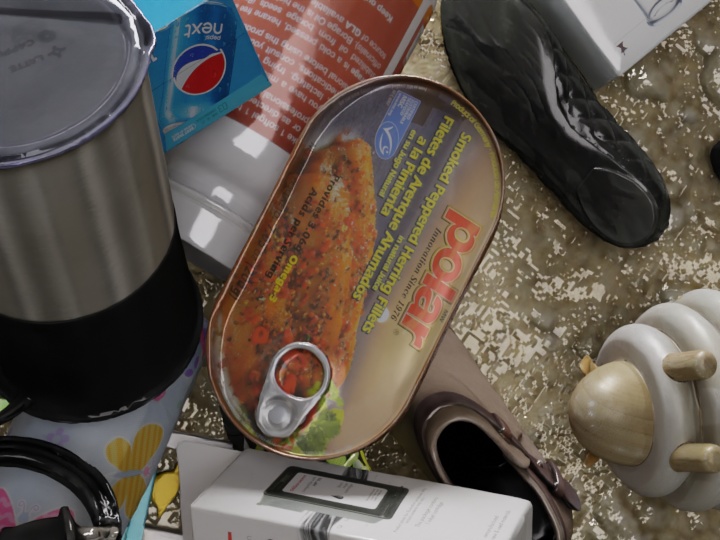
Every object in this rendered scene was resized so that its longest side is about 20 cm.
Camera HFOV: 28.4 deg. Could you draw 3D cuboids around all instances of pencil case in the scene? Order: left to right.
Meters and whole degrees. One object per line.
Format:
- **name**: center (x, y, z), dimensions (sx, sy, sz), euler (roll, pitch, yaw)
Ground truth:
- **pencil case**: center (-0.152, 0.097, 0.746), dimensions (0.090, 0.083, 0.202), euler (9, 60, 30)

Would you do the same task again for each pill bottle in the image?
- **pill bottle**: center (-0.047, -0.097, 0.796), dimensions (0.111, 0.112, 0.202), euler (30, 81, -6)

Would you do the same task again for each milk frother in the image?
- **milk frother**: center (-0.145, 0.013, 0.624), dimensions (0.179, 0.189, 0.201), euler (-26, 55, -16)

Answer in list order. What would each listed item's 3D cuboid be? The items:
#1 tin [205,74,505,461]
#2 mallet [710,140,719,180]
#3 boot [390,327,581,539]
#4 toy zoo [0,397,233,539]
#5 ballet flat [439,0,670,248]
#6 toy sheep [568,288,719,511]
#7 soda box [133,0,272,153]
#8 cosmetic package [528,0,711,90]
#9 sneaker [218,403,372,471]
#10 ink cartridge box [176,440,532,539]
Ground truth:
- **tin**: center (0.000, 0.000, 0.721), dimensions (0.111, 0.042, 0.202), euler (27, 85, 15)
- **mallet**: center (0.282, -0.005, 0.884), dimensions (0.065, 0.041, 0.202), euler (-25, 93, -12)
- **boot**: center (0.043, 0.077, 0.776), dimensions (0.200, 0.146, 0.070), euler (44, 93, -3)
- **toy zoo**: center (-0.131, 0.153, 0.805), dimensions (0.197, 0.020, 0.133), euler (13, 83, -8)
- **ballet flat**: center (0.114, -0.095, 0.863), dimensions (0.066, 0.057, 0.201), euler (-37, 86, 17)
- **toy sheep**: center (0.208, 0.073, 0.815), dimensions (0.197, 0.138, 0.140), euler (-2, 85, -19)
- **soda box**: center (-0.127, -0.145, 0.750), dimensions (0.067, 0.200, 0.065), euler (-34, 134, -10)
- **cosmetic package**: center (0.179, -0.233, 0.879), dimensions (0.199, 0.052, 0.151), euler (-39, 95, -11)
- **sneaker**: center (-0.020, 0.107, 0.790), dimensions (0.075, 0.076, 0.203), euler (-21, 95, -41)
- **ink cartridge box**: center (-0.018, 0.163, 0.717), dimensions (0.197, 0.068, 0.118), euler (7, 112, 22)
